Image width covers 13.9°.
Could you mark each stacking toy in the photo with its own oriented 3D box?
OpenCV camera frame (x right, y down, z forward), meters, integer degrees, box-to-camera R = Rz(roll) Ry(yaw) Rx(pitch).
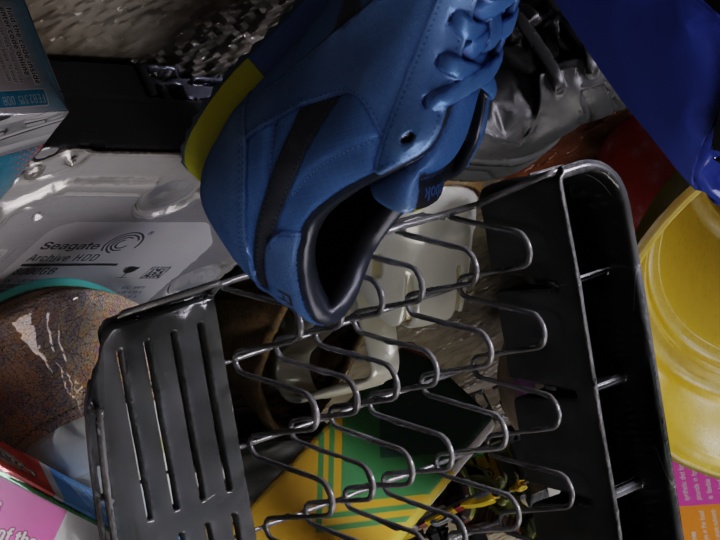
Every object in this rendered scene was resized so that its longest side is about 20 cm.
[{"bbox_3d":[0.110,0.003,1.164,0.085,0.086,0.200,-18,155,-17],"label":"stacking toy"}]

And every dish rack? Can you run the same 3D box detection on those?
[{"bbox_3d":[0.007,0.059,0.934,0.200,0.154,0.054,-18,-169,-36],"label":"dish rack"}]

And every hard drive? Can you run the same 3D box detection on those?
[{"bbox_3d":[-0.113,0.002,0.962,0.139,0.038,0.200,-1,149,-48],"label":"hard drive"}]

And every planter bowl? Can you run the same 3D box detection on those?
[{"bbox_3d":[0.172,-0.019,1.037,0.200,0.084,0.201,-8,136,-8],"label":"planter bowl"}]

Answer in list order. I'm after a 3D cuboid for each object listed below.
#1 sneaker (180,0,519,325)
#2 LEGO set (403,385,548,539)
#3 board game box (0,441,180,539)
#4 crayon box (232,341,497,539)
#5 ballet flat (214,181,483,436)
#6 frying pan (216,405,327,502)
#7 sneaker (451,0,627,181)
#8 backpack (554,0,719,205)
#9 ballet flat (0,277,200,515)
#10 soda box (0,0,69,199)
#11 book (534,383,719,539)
[{"bbox_3d":[0.023,-0.069,0.841,0.066,0.079,0.200,0,135,-45],"label":"sneaker"},{"bbox_3d":[0.079,0.121,1.357,0.199,0.116,0.154,-18,159,-17],"label":"LEGO set"},{"bbox_3d":[-0.132,0.159,0.930,0.153,0.040,0.200,32,92,-32],"label":"board game box"},{"bbox_3d":[-0.036,0.118,1.084,0.127,0.051,0.200,-48,179,32],"label":"crayon box"},{"bbox_3d":[0.000,0.000,1.031,0.068,0.073,0.200,-9,155,-32],"label":"ballet flat"},{"bbox_3d":[-0.087,0.094,1.230,0.190,0.031,0.115,-25,158,36],"label":"frying pan"},{"bbox_3d":[0.099,-0.089,0.944,0.199,0.060,0.104,-15,161,-39],"label":"sneaker"},{"bbox_3d":[0.144,-0.116,0.743,0.167,0.163,0.200,-24,155,-30],"label":"backpack"},{"bbox_3d":[-0.082,0.062,0.993,0.068,0.067,0.200,-24,160,0],"label":"ballet flat"},{"bbox_3d":[-0.159,-0.015,0.827,0.068,0.064,0.200,-8,155,-38],"label":"soda box"},{"bbox_3d":[0.176,0.084,1.167,0.199,0.048,0.134,-2,139,12],"label":"book"}]
